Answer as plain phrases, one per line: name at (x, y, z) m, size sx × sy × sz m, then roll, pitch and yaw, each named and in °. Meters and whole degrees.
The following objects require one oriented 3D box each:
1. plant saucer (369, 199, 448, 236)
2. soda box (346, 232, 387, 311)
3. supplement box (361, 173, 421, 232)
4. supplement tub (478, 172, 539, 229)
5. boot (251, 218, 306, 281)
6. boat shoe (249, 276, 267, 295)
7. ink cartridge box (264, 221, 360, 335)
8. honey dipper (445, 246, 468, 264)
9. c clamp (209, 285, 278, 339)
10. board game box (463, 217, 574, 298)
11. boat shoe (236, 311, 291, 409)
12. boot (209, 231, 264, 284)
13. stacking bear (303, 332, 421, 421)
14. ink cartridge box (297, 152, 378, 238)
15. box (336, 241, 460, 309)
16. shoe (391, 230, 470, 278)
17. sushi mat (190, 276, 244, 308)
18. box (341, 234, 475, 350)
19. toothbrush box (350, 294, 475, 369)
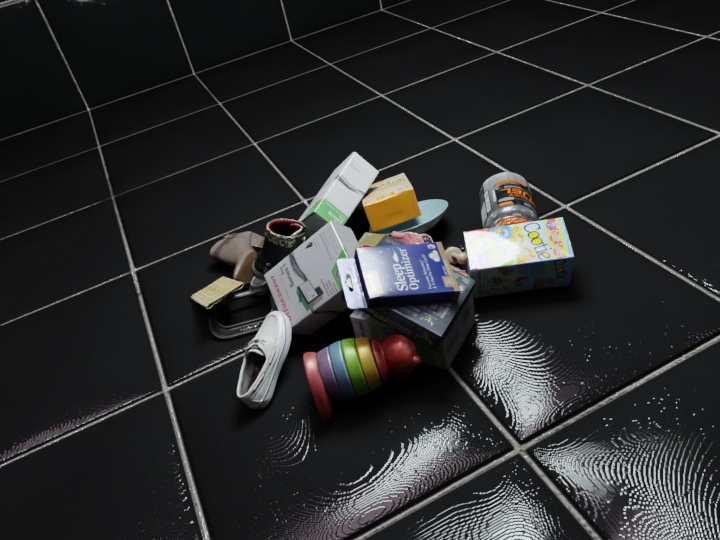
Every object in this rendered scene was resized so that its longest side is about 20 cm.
plant saucer at (0.120, -0.115, 1.508) m, size 0.201 × 0.039 × 0.201 m, roll -18°, pitch 20°, yaw 7°
soda box at (0.000, 0.000, 1.398) m, size 0.064 × 0.068 × 0.200 m, roll 9°, pitch 42°, yaw 27°
supplement box at (0.070, -0.172, 1.540) m, size 0.126 × 0.074 × 0.200 m, roll -20°, pitch 18°, yaw 4°
supplement tub at (0.334, -0.125, 1.407) m, size 0.122 × 0.123 × 0.200 m, roll -7°, pitch 37°, yaw 10°
boot at (-0.128, -0.033, 1.370) m, size 0.203 × 0.154 × 0.074 m, roll 8°, pitch 48°, yaw -16°
boat shoe at (-0.201, -0.024, 1.496) m, size 0.072 × 0.065 × 0.200 m, roll 18°, pitch 50°, yaw 31°
ink cartridge box at (-0.084, 0.020, 1.274) m, size 0.200 × 0.084 × 0.146 m, roll -37°, pitch 63°, yaw 22°
honey dipper at (0.203, -0.031, 1.310) m, size 0.038 × 0.038 × 0.200 m, roll -12°, pitch 1°, yaw 2°
c clamp at (-0.248, 0.072, 1.402) m, size 0.200 × 0.027 × 0.171 m, roll -20°, pitch 55°, yaw -6°
board game box at (0.320, -0.025, 1.277) m, size 0.200 × 0.105 × 0.103 m, roll -8°, pitch 54°, yaw 8°
boat shoe at (-0.191, 0.162, 1.198) m, size 0.072 × 0.066 × 0.200 m, roll 0°, pitch 60°, yaw 31°
boot at (-0.308, -0.032, 1.541) m, size 0.146 × 0.070 × 0.200 m, roll 6°, pitch 31°, yaw 22°
stacking bear at (0.008, 0.171, 1.123) m, size 0.200 × 0.114 × 0.122 m, roll -18°, pitch 36°, yaw 1°
ink cartridge box at (-0.058, -0.176, 1.539) m, size 0.200 × 0.084 × 0.146 m, roll -58°, pitch 14°, yaw -22°
box at (0.065, 0.007, 1.110) m, size 0.200 × 0.032 × 0.121 m, roll -5°, pitch 50°, yaw -12°
shoe at (0.135, -0.027, 1.261) m, size 0.200 × 0.091 × 0.071 m, roll 12°, pitch 5°, yaw 40°
sushi mat at (-0.329, 0.049, 1.423) m, size 0.096 × 0.012 × 0.200 m, roll -32°, pitch 16°, yaw -19°
box at (0.089, 0.036, 1.143) m, size 0.200 × 0.051 × 0.158 m, roll 27°, pitch 49°, yaw 14°
toothbrush box at (0.105, 0.094, 1.227) m, size 0.200 × 0.086 × 0.146 m, roll 11°, pitch 43°, yaw 32°
